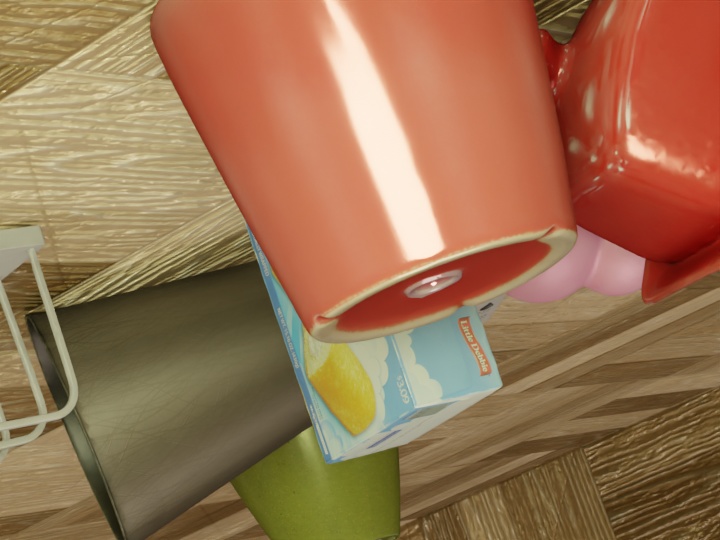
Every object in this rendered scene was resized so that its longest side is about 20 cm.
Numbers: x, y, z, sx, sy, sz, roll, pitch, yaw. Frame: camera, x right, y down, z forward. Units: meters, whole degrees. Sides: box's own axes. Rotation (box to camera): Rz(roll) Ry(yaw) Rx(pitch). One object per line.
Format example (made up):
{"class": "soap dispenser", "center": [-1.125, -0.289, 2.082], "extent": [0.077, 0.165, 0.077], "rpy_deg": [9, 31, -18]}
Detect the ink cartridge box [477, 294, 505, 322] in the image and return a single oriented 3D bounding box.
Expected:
{"class": "ink cartridge box", "center": [0.034, -0.004, 1.683], "extent": [0.145, 0.085, 0.200], "rpy_deg": [-17, 168, -11]}

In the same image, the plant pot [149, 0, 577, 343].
{"class": "plant pot", "center": [0.012, -0.071, 1.138], "extent": [0.199, 0.178, 0.200], "rpy_deg": [-18, 168, -4]}

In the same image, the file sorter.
{"class": "file sorter", "center": [-0.283, 0.073, 1.417], "extent": [0.138, 0.125, 0.200], "rpy_deg": [-10, 164, -42]}

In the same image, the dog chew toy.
{"class": "dog chew toy", "center": [0.103, -0.036, 1.447], "extent": [0.199, 0.125, 0.125], "rpy_deg": [11, 164, -4]}

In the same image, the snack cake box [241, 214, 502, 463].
{"class": "snack cake box", "center": [0.000, 0.000, 1.369], "extent": [0.067, 0.201, 0.115], "rpy_deg": [-11, 165, -32]}

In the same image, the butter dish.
{"class": "butter dish", "center": [0.159, -0.100, 1.324], "extent": [0.147, 0.201, 0.199], "rpy_deg": [15, 168, -9]}

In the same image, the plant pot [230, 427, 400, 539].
{"class": "plant pot", "center": [-0.042, 0.144, 1.933], "extent": [0.186, 0.201, 0.187], "rpy_deg": [-19, 168, -4]}

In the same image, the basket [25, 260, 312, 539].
{"class": "basket", "center": [-0.110, 0.077, 1.625], "extent": [0.199, 0.181, 0.136], "rpy_deg": [-23, -178, -13]}
